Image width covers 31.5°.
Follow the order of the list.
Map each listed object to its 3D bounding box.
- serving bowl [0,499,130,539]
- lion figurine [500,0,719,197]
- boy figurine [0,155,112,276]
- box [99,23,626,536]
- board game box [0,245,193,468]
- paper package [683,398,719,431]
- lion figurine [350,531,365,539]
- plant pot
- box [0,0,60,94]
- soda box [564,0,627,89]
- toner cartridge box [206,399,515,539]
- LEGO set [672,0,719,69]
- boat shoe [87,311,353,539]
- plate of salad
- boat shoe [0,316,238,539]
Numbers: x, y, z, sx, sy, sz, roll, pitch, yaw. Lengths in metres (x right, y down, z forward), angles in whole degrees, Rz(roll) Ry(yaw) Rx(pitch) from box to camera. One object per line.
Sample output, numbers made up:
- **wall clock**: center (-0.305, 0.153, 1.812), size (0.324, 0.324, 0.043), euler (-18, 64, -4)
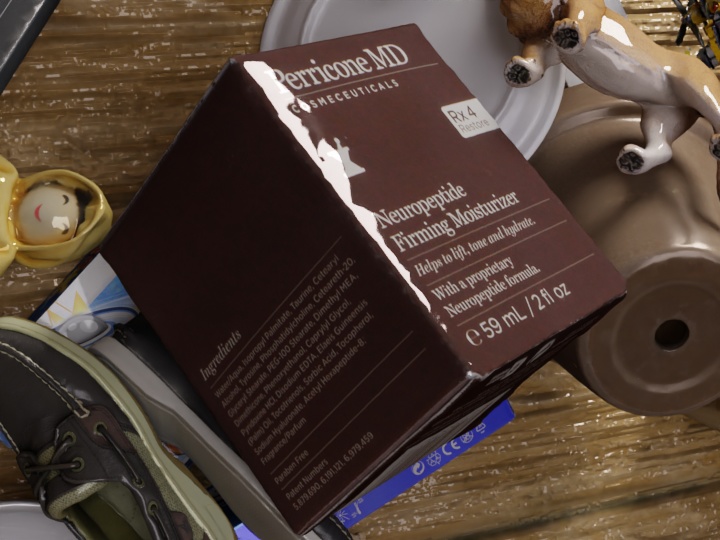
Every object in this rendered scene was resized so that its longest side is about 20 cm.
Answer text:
- **serving bowl**: center (-0.212, 0.230, 0.759), size (0.199, 0.066, 0.201), euler (-2, 94, -23)
- **lion figurine**: center (0.156, -0.127, 0.762), size (0.200, 0.072, 0.123), euler (42, 36, -9)
- **boy figurine**: center (-0.241, -0.030, 0.724), size (0.199, 0.064, 0.125), euler (9, 64, -18)
- **box**: center (0.000, 0.000, 0.699), size (0.166, 0.164, 0.200), euler (-23, 71, -49)
- **board game box**: center (-0.133, 0.049, 0.799), size (0.135, 0.034, 0.200), euler (44, 77, -19)
- **paper package**: center (0.346, 0.042, 0.962), size (0.190, 0.103, 0.201), euler (23, 83, -22)
- **lion figurine**: center (-0.063, 0.258, 0.822), size (0.201, 0.072, 0.122), euler (-63, 155, 8)
- **plant pot**: center (0.175, -0.001, 0.811), size (0.199, 0.175, 0.201), euler (-2, 115, -5)
- **box**: center (-0.244, -0.143, 0.669), size (0.141, 0.079, 0.201), euler (29, 56, -11)
- **soda box**: center (0.128, -0.191, 0.878), size (0.068, 0.064, 0.201), euler (-32, 105, -18)
- **toner cartridge box**: center (-0.007, 0.122, 0.824), size (0.199, 0.095, 0.043), euler (-30, 104, -19)
- **LEGO set**: center (0.205, -0.216, 0.870), size (0.200, 0.116, 0.154), euler (51, 38, -22)
- **boat shoe**: center (-0.071, 0.096, 0.737), size (0.200, 0.074, 0.060), euler (39, 61, 17)
- **plate of salad**: center (0.033, -0.134, 0.829), size (0.199, 0.048, 0.201), euler (-1, 81, 6)
- **boat shoe**: center (-0.151, 0.113, 0.716), size (0.072, 0.066, 0.201), euler (-37, 100, 29)
